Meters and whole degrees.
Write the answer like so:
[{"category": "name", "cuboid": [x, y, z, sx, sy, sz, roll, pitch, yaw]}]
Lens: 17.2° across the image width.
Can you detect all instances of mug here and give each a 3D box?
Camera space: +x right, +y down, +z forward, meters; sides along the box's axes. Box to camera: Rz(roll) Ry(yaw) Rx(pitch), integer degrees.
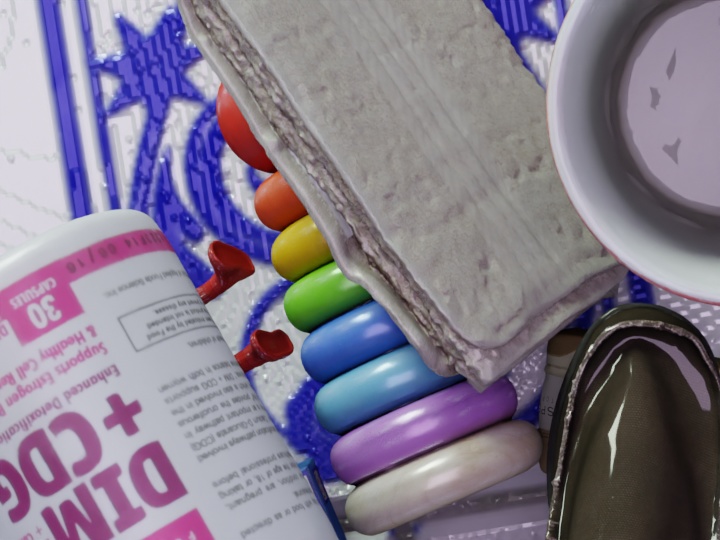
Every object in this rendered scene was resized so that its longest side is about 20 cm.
[{"category": "mug", "cuboid": [0.159, -0.053, 0.885, 0.176, 0.200, 0.134, 22, 96, 5]}]

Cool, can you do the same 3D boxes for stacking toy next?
[{"category": "stacking toy", "cuboid": [0.000, 0.000, 0.960, 0.085, 0.085, 0.201, -22, 84, 1]}]

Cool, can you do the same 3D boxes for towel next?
[{"category": "towel", "cuboid": [0.024, -0.056, 0.943, 0.034, 0.132, 0.201, -37, 86, 46]}]

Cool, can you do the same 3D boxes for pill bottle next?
[{"category": "pill bottle", "cuboid": [-0.076, 0.089, 0.861, 0.113, 0.113, 0.201, -32, 81, 1]}]

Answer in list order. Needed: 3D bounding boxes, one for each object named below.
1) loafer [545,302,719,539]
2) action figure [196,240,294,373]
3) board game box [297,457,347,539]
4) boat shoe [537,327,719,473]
[{"category": "loafer", "cuboid": [0.104, 0.108, 0.882, 0.072, 0.071, 0.202, 5, 76, 1]}, {"category": "action figure", "cuboid": [-0.124, 0.062, 0.959, 0.199, 0.052, 0.066, -34, 76, 17]}, {"category": "board game box", "cuboid": [-0.080, 0.187, 0.973, 0.199, 0.045, 0.153, -25, 89, 2]}, {"category": "boat shoe", "cuboid": [0.167, 0.076, 0.959, 0.198, 0.074, 0.067, 14, 94, 11]}]
